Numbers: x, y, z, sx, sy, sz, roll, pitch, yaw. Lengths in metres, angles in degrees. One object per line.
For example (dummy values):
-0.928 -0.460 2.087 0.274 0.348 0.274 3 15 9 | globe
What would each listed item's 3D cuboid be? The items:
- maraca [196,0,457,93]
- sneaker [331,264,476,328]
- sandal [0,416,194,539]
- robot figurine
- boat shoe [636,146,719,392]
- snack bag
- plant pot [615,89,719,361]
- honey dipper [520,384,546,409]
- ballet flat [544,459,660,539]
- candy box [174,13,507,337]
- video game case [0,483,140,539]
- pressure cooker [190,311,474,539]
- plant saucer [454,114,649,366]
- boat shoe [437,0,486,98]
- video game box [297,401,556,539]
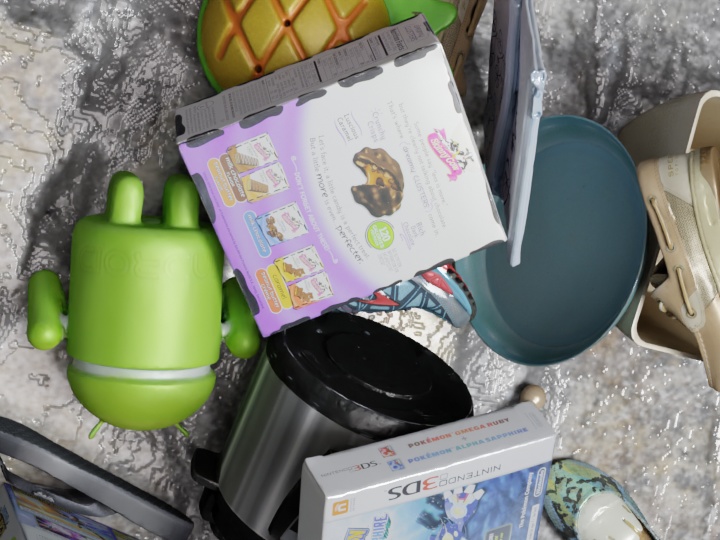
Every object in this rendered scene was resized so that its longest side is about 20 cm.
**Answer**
-0.027 -0.177 1.186 0.198 0.107 0.139 4 92 7 | maraca
0.000 0.000 1.263 0.199 0.079 0.096 32 98 -13 | sneaker
-0.218 0.169 1.199 0.199 0.076 0.043 33 85 -21 | sandal
-0.162 0.028 1.178 0.174 0.116 0.202 2 97 -15 | robot figurine
0.248 0.004 1.165 0.064 0.071 0.202 -7 114 18 | boat shoe
0.112 -0.128 1.179 0.021 0.201 0.190 1 133 -2 | snack bag
0.293 -0.032 1.297 0.198 0.177 0.202 15 94 -20 | plant pot
0.115 0.165 1.288 0.038 0.038 0.200 52 41 -19 | honey dipper
0.237 0.243 1.377 0.074 0.074 0.200 -47 109 -7 | ballet flat
-0.013 -0.069 1.145 0.198 0.072 0.169 -21 118 1 | candy box
-0.177 0.239 1.168 0.199 0.181 0.046 28 90 -21 | video game case
-0.020 0.154 1.207 0.178 0.175 0.201 -6 126 -53 | pressure cooker
0.155 -0.023 1.249 0.027 0.199 0.202 11 94 -42 | plant saucer
0.056 -0.151 1.247 0.064 0.071 0.202 16 94 -28 | boat shoe
0.042 0.200 1.121 0.181 0.047 0.202 -11 128 -21 | video game box
